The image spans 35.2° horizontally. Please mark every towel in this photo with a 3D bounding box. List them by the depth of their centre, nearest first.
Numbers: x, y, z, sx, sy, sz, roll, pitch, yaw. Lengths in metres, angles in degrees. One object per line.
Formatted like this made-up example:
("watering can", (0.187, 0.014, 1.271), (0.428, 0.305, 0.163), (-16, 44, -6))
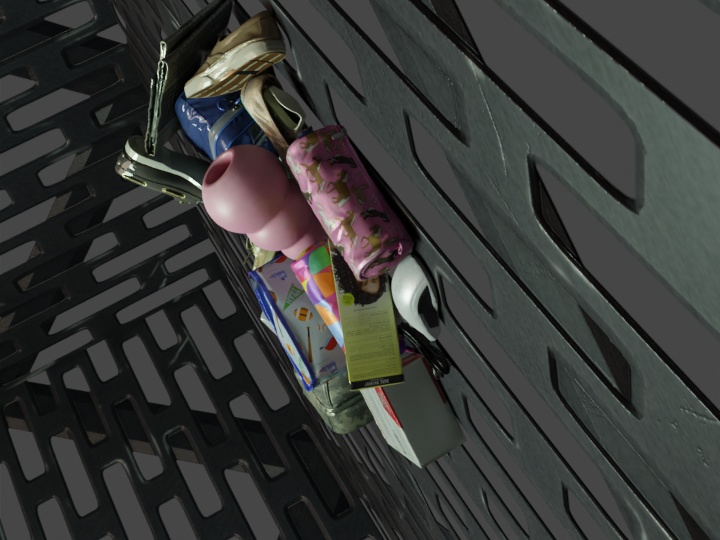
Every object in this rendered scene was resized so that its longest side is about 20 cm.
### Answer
("towel", (-0.259, -0.290, 1.675), (0.034, 0.200, 0.193), (28, 138, 5))

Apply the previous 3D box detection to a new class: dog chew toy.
("dog chew toy", (-0.124, -0.085, 1.588), (0.200, 0.125, 0.125), (39, -177, -30))

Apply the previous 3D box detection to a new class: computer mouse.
("computer mouse", (0.069, 0.054, 1.447), (0.110, 0.044, 0.201), (56, 168, 39))

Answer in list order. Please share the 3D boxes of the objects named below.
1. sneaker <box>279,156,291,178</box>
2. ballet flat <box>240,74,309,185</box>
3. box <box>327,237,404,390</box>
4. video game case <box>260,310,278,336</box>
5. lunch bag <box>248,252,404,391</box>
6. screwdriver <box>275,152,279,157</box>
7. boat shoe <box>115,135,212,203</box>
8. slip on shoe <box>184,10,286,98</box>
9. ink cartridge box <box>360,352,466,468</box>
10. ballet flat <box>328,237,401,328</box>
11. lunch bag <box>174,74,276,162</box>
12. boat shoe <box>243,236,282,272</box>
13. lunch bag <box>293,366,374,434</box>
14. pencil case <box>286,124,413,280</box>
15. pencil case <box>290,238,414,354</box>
("sneaker", (-0.111, -0.111, 1.672), (0.074, 0.118, 0.201), (41, 166, 18))
("ballet flat", (-0.087, -0.182, 1.543), (0.200, 0.068, 0.067), (51, 135, -8))
("box", (0.007, 0.053, 1.484), (0.050, 0.075, 0.202), (66, -166, -86))
("video game case", (-0.111, 0.015, 1.868), (0.022, 0.183, 0.200), (17, 170, 9))
("lunch bag", (-0.052, 0.052, 1.694), (0.201, 0.169, 0.124), (59, 165, 9))
("screwdriver", (-0.092, -0.176, 1.737), (0.200, 0.028, 0.029), (-163, 75, -67))
("boat shoe", (-0.277, -0.140, 1.745), (0.200, 0.061, 0.072), (24, -147, -24))
("slip on shoe", (-0.175, -0.288, 1.539), (0.200, 0.076, 0.061), (-20, 82, 51))
("ink cartridge box", (0.067, 0.198, 1.709), (0.145, 0.083, 0.200), (63, 169, -7))
("ballet flat", (0.000, 0.000, 1.620), (0.201, 0.069, 0.070), (59, 169, 22))
("lunch bag", (-0.181, -0.223, 1.701), (0.132, 0.136, 0.200), (44, 170, 9))
("boat shoe", (-0.141, -0.069, 1.810), (0.062, 0.201, 0.073), (18, -178, 12))
("lunch bag", (-0.040, 0.163, 1.991), (0.200, 0.139, 0.168), (45, 161, 57))
("pencil case", (-0.013, -0.085, 1.389), (0.201, 0.082, 0.087), (60, 160, 19))
("pencil case", (-0.014, 0.050, 1.555), (0.201, 0.088, 0.088), (57, 170, -4))
